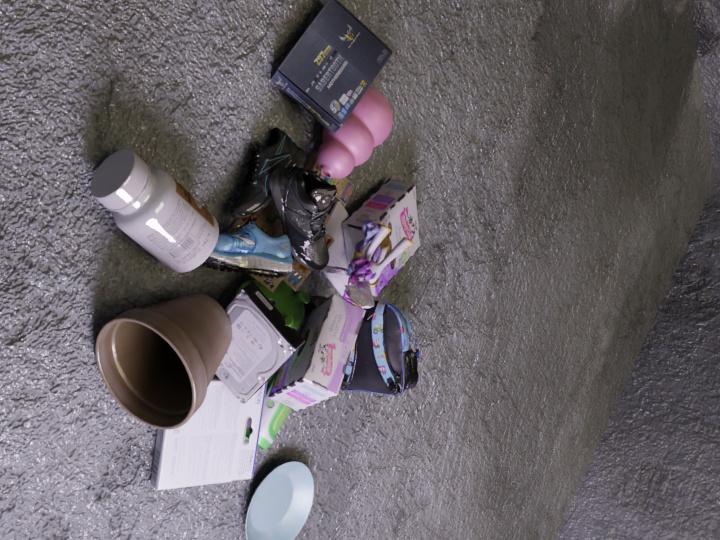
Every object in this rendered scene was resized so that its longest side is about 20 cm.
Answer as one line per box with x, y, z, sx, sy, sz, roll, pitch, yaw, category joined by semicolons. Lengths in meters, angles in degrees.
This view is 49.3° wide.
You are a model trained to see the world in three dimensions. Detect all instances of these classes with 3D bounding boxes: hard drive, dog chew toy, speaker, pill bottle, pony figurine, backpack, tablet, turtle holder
-0.198;0.131;1.368;0.140;0.200;0.038;48;40;3;hard drive
-0.019;-0.265;1.540;0.202;0.123;0.125;-58;138;-24;dog chew toy
-0.168;0.250;1.561;0.202;0.087;0.089;-59;139;-19;speaker
-0.323;-0.094;1.237;0.116;0.113;0.200;-61;139;-16;pill bottle
0.000;0.000;1.532;0.202;0.166;0.192;-58;148;5;pony figurine
0.040;0.161;1.724;0.134;0.180;0.205;-10;98;-57;backpack
-0.039;-0.041;1.655;0.132;0.013;0.201;-62;149;-18;tablet
-0.179;0.078;1.469;0.138;0.188;0.133;10;131;-18;turtle holder

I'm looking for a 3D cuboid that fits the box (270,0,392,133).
-0.052;-0.384;1.467;0.157;0.051;0.202;38;68;-12;box

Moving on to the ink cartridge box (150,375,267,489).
-0.278;0.294;1.446;0.197;0.040;0.204;5;98;-37;ink cartridge box

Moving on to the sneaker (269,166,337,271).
-0.085;-0.090;1.398;0.076;0.113;0.203;-33;114;-40;sneaker

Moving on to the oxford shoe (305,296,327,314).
-0.082;0.154;1.646;0.084;0.072;0.205;-12;111;-50;oxford shoe

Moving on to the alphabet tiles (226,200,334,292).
-0.146;-0.063;1.458;0.166;0.006;0.201;39;61;-5;alphabet tiles

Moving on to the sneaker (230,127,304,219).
-0.183;-0.176;1.430;0.080;0.075;0.201;53;54;-29;sneaker

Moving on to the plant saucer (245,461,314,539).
-0.180;0.498;1.663;0.199;0.038;0.205;-19;115;-46;plant saucer

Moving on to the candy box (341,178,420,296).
0.050;-0.075;1.704;0.200;0.070;0.170;-46;140;-40;candy box

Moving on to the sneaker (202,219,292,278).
-0.214;-0.046;1.380;0.196;0.078;0.092;10;75;-17;sneaker

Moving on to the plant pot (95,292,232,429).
-0.304;0.130;1.295;0.173;0.196;0.204;-43;134;-54;plant pot

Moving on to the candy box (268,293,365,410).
-0.082;0.156;1.447;0.071;0.200;0.170;27;64;-14;candy box

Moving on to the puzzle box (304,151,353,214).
-0.093;-0.117;1.580;0.133;0.025;0.203;37;73;-50;puzzle box
